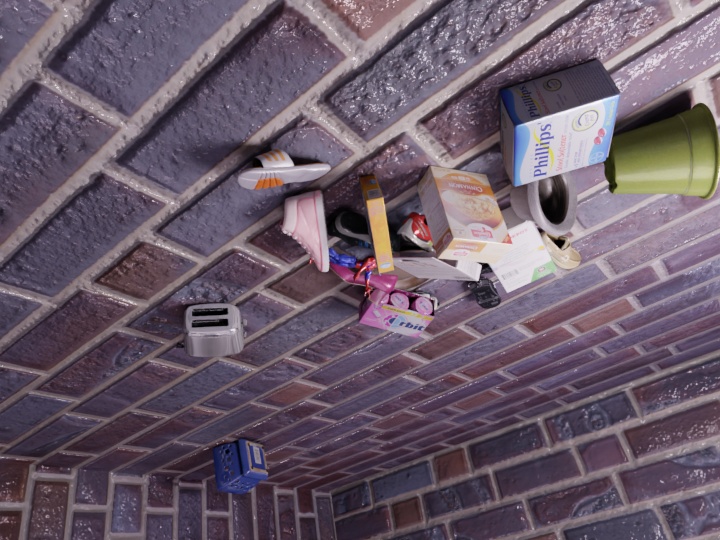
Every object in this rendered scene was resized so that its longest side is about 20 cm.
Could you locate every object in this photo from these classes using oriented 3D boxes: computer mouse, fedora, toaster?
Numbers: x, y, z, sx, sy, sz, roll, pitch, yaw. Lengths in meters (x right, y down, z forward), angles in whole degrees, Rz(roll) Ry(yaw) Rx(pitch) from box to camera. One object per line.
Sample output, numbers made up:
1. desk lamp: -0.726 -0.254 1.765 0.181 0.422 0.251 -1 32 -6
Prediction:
1. computer mouse: 0.388 0.036 1.625 0.139 0.046 0.200 -25 134 27
2. fedora: 0.409 -0.168 1.243 0.199 0.179 0.090 10 172 -43
3. toaster: -0.415 0.164 1.504 0.197 0.115 0.130 0 142 -13

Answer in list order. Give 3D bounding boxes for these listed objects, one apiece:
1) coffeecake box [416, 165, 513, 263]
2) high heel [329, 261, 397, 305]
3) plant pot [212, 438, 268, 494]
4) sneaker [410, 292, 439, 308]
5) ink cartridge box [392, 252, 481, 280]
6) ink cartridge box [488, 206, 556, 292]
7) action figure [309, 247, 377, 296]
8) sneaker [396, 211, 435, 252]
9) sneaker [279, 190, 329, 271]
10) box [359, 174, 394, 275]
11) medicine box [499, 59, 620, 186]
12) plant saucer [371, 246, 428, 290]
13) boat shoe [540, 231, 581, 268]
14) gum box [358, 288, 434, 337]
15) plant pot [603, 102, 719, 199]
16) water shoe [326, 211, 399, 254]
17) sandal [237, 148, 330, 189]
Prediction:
1. coffeecake box: 0.224 -0.122 1.185 0.152 0.202 0.073 4 145 -23
2. high heel: 0.000 0.000 1.421 0.199 0.067 0.097 37 89 -18
3. plant pot: -0.545 0.895 2.506 0.179 0.201 0.200 -29 144 14
4. sneaker: 0.182 0.127 1.662 0.128 0.080 0.200 -7 138 9
5. ink cartridge box: 0.161 -0.023 1.312 0.175 0.045 0.199 24 166 -38
6. ink cartridge box: 0.396 -0.058 1.400 0.144 0.088 0.200 -27 129 21
7. action figure: -0.030 0.002 1.345 0.197 0.100 0.065 7 160 -5
8. sneaker: 0.168 -0.091 1.337 0.199 0.077 0.086 20 98 -58
9. sneaker: -0.125 -0.083 1.224 0.103 0.076 0.202 -7 125 -2
10. box: 0.037 -0.091 1.183 0.041 0.119 0.202 -13 123 0
11. medicine box: 0.385 -0.285 1.078 0.198 0.104 0.183 -16 147 6
12. plant saucer: 0.114 -0.008 1.481 0.198 0.032 0.201 -9 146 -6
13. boat shoe: 0.555 -0.060 1.507 0.198 0.073 0.065 18 139 -30
14. gum box: 0.096 0.113 1.535 0.198 0.067 0.114 15 138 -15
15. plant pot: 0.635 -0.242 1.174 0.188 0.202 0.200 -6 150 16
16. water shoe: 0.009 -0.089 1.308 0.199 0.072 0.079 23 156 -36
17. sandal: -0.156 -0.207 1.077 0.205 0.060 0.079 -14 171 -37
